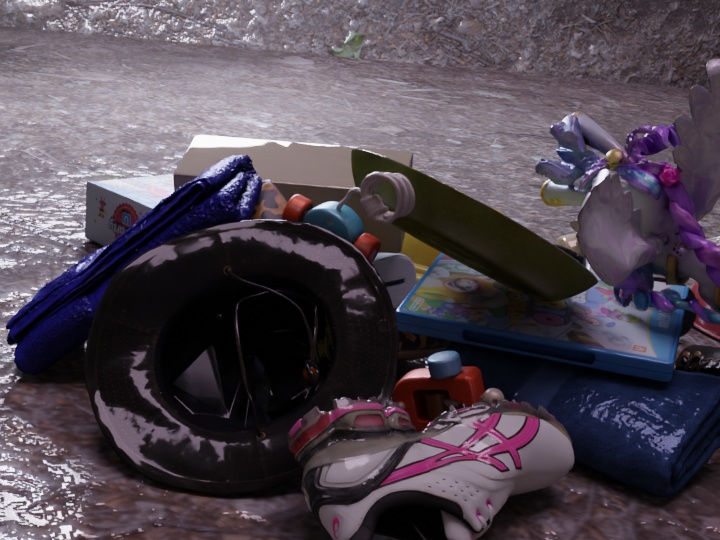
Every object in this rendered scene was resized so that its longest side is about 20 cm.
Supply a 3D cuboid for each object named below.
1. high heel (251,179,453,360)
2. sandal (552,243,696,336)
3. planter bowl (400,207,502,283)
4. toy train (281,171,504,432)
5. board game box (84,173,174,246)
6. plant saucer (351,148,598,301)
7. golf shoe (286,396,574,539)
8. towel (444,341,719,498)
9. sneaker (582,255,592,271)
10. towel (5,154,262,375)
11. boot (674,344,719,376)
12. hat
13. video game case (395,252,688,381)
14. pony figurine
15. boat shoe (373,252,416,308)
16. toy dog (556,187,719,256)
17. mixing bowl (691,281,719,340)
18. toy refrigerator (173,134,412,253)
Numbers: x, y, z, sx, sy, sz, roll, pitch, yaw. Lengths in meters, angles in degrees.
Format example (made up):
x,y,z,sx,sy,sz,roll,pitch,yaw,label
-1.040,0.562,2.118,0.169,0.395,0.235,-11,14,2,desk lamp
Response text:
x,y,z,sx,sy,sz,roll,pitch,yaw,label
0.000,0.000,0.877,0.200,0.143,0.071,1,-8,-14,high heel
0.217,0.023,1.044,0.200,0.075,0.045,14,2,-10,sandal
0.094,-0.021,1.095,0.200,0.084,0.200,7,18,-2,planter bowl
0.020,0.029,0.767,0.150,0.200,0.056,-11,12,30,toy train
-0.153,-0.051,1.119,0.147,0.064,0.200,22,23,40,board game box
0.074,-0.026,0.799,0.200,0.031,0.200,29,-1,0,plant saucer
0.052,0.128,0.653,0.200,0.073,0.092,3,50,-34,golf shoe
0.155,0.088,0.799,0.200,0.049,0.112,21,37,34,towel
0.216,0.053,0.942,0.073,0.112,0.200,5,49,24,sneaker
-0.166,-0.014,0.819,0.200,0.050,0.148,-34,15,9,towel
0.285,0.090,0.838,0.138,0.078,0.200,15,-2,35,boot
-0.075,0.062,0.729,0.200,0.201,0.081,9,-23,2,hat
0.142,0.028,0.844,0.200,0.018,0.143,10,24,17,video game case
0.210,-0.045,0.793,0.166,0.193,0.200,-38,35,-7,pony figurine
-0.040,0.017,0.966,0.200,0.072,0.071,-2,4,-45,boat shoe
0.267,-0.047,1.129,0.132,0.096,0.200,-18,3,-27,toy dog
0.431,0.011,1.105,0.200,0.109,0.200,6,17,-2,mixing bowl
-0.057,-0.066,0.984,0.200,0.070,0.076,5,35,6,toy refrigerator
